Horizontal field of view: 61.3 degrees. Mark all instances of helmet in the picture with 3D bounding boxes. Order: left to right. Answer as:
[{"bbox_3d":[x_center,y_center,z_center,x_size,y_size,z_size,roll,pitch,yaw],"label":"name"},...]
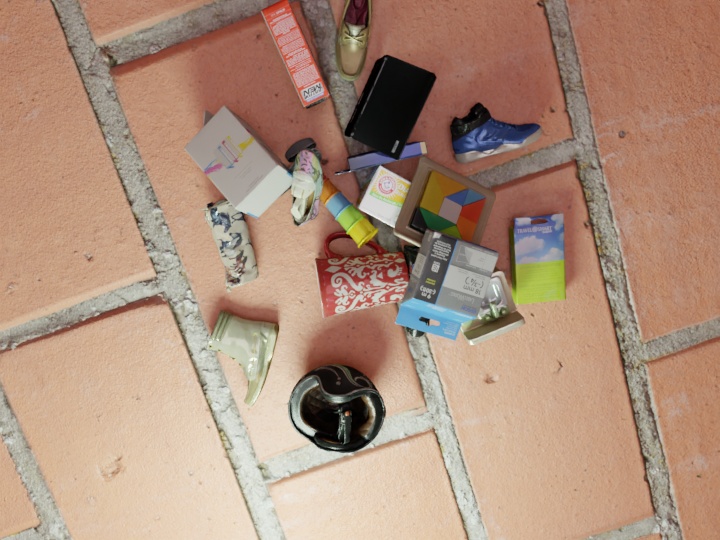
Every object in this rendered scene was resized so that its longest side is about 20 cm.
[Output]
[{"bbox_3d":[-0.059,0.306,1.378,0.198,0.190,0.203,-10,106,-37],"label":"helmet"}]

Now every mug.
[{"bbox_3d":[0.001,0.005,1.350,0.197,0.134,0.180,-7,104,-4],"label":"mug"}]

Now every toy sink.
[{"bbox_3d":[0.260,0.063,1.336,0.129,0.200,0.113,-22,102,3],"label":"toy sink"}]

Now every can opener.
[{"bbox_3d":[-0.173,-0.214,1.344,0.199,0.053,0.067,-36,69,5],"label":"can opener"}]

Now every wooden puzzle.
[{"bbox_3d":[0.179,-0.123,1.253,0.183,0.037,0.202,25,69,-9],"label":"wooden puzzle"}]

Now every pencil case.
[{"bbox_3d":[-0.286,-0.058,1.347,0.088,0.078,0.203,-18,103,-18],"label":"pencil case"}]

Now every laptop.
[{"bbox_3d":[0.054,-0.336,1.247,0.102,0.200,0.179,24,100,-12],"label":"laptop"}]

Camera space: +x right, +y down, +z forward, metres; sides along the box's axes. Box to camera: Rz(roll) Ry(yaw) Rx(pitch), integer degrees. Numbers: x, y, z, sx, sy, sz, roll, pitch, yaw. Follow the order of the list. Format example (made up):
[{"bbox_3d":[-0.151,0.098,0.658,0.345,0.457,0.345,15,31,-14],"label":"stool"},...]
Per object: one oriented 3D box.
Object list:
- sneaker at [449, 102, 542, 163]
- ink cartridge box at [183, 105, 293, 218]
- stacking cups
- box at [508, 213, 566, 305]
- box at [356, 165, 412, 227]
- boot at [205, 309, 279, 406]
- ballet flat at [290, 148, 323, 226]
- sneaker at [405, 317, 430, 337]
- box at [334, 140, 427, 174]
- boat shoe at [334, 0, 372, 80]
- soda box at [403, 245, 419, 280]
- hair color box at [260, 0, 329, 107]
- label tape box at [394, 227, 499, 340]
[{"bbox_3d":[0.292,-0.315,1.320,0.197,0.077,0.113,-15,111,7],"label":"sneaker"},{"bbox_3d":[-0.255,-0.232,1.265,0.125,0.128,0.200,-43,79,5],"label":"ink cartridge box"},{"bbox_3d":[-0.044,-0.146,1.329,0.060,0.060,0.201,-40,85,6],"label":"stacking cups"},{"bbox_3d":[0.408,-0.028,1.400,0.120,0.048,0.203,-6,102,-2],"label":"box"},{"bbox_3d":[0.099,-0.140,1.330,0.198,0.113,0.102,27,97,-7],"label":"box"},{"bbox_3d":[-0.283,0.203,1.406,0.153,0.072,0.203,16,96,-6],"label":"boot"},{"bbox_3d":[-0.120,-0.163,1.285,0.069,0.201,0.071,27,56,11],"label":"ballet flat"},{"bbox_3d":[0.134,0.100,1.350,0.059,0.200,0.106,4,86,-5],"label":"sneaker"},{"bbox_3d":[0.038,-0.243,1.302,0.197,0.121,0.033,-14,102,0],"label":"box"},{"bbox_3d":[-0.015,-0.505,1.273,0.073,0.066,0.203,4,101,-3],"label":"boat shoe"},{"bbox_3d":[0.138,-0.004,1.315,0.062,0.200,0.072,1,102,-5],"label":"soda box"},{"bbox_3d":[-0.130,-0.443,1.258,0.063,0.111,0.202,-23,102,3],"label":"hair color box"},{"bbox_3d":[0.169,0.036,1.191,0.142,0.063,0.203,16,97,-14],"label":"label tape box"}]
